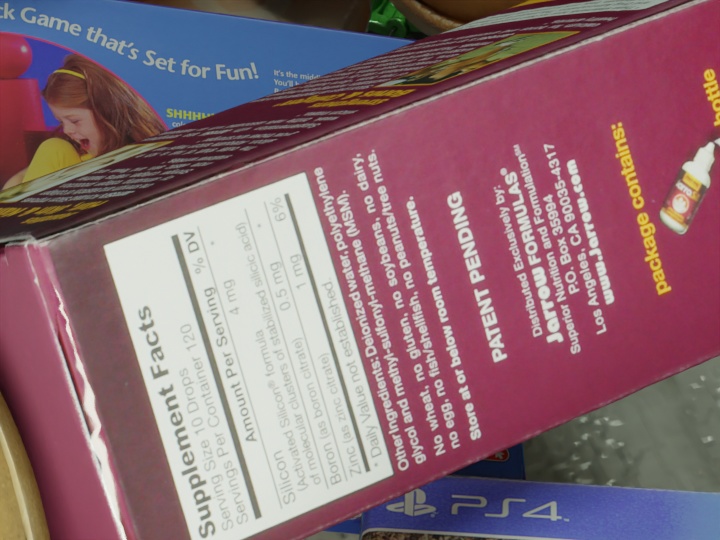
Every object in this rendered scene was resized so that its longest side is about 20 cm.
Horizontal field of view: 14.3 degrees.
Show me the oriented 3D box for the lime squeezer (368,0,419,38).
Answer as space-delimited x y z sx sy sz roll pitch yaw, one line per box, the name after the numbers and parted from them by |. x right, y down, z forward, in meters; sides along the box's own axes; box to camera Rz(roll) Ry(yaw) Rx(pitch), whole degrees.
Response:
0.001 -0.101 0.909 0.200 0.071 0.038 -2 57 35 | lime squeezer

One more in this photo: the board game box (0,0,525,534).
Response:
-0.059 -0.004 0.773 0.199 0.045 0.135 7 61 -15 | board game box

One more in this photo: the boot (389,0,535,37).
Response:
0.017 -0.149 0.788 0.200 0.156 0.077 18 46 41 | boot

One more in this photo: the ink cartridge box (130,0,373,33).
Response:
-0.107 -0.037 0.848 0.162 0.050 0.200 19 45 14 | ink cartridge box

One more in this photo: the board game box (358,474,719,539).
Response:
0.073 0.156 0.648 0.159 0.097 0.200 3 47 -1 | board game box

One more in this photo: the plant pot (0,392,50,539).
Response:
-0.139 0.079 0.661 0.200 0.200 0.027 41 23 29 | plant pot

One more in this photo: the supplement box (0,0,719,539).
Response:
0.000 0.000 0.686 0.200 0.086 0.110 -22 10 -26 | supplement box
